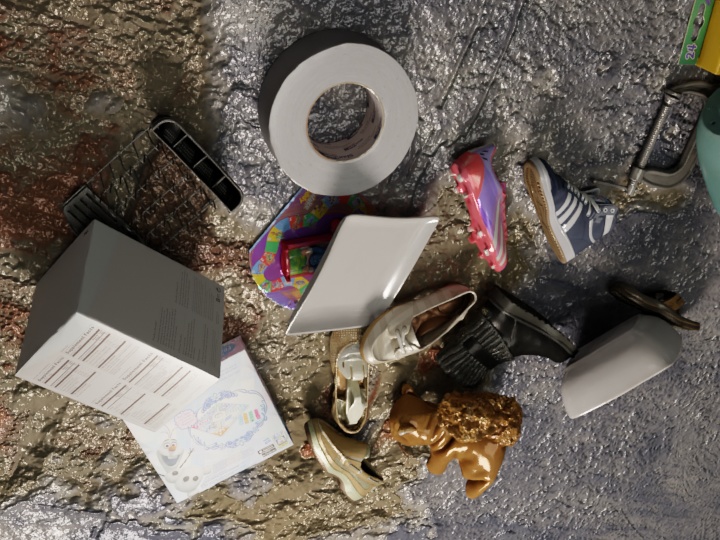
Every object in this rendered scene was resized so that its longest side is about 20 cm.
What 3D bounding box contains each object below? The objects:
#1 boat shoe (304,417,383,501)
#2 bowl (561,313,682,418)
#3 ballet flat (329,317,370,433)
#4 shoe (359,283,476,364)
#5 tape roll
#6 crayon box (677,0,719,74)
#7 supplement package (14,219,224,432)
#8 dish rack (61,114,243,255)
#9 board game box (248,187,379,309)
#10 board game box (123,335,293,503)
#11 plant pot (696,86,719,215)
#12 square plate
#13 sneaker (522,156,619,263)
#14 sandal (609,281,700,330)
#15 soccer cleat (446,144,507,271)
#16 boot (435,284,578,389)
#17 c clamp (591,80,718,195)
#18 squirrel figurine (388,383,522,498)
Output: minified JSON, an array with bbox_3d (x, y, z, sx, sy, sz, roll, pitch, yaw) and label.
[{"bbox_3d":[-0.021,0.288,1.439,0.075,0.072,0.201,-24,135,9],"label":"boat shoe"},{"bbox_3d":[0.408,0.142,1.460,0.199,0.199,0.075,-36,84,24],"label":"bowl"},{"bbox_3d":[-0.010,0.161,1.377,0.070,0.065,0.202,-10,121,-15],"label":"ballet flat"},{"bbox_3d":[0.087,0.077,1.350,0.199,0.053,0.071,-30,107,-17],"label":"shoe"},{"bbox_3d":[-0.028,-0.200,1.166,0.197,0.066,0.203,-10,121,-17],"label":"tape roll"},{"bbox_3d":[0.570,-0.350,1.320,0.197,0.052,0.127,-3,119,-19],"label":"crayon box"},{"bbox_3d":[-0.295,0.074,1.142,0.199,0.153,0.150,30,127,-32],"label":"supplement package"},{"bbox_3d":[-0.266,-0.087,1.145,0.199,0.055,0.154,-40,123,4],"label":"dish rack"},{"bbox_3d":[-0.057,-0.024,1.268,0.157,0.039,0.200,36,101,-33],"label":"board game box"},{"bbox_3d":[-0.225,0.222,1.341,0.198,0.043,0.201,-25,124,-6],"label":"board game box"},{"bbox_3d":[0.582,-0.187,1.322,0.200,0.201,0.161,-41,127,5],"label":"plant pot"},{"bbox_3d":[0.000,0.000,1.262,0.197,0.028,0.201,-2,129,-48],"label":"square plate"},{"bbox_3d":[0.313,-0.109,1.345,0.108,0.070,0.201,-29,131,2],"label":"sneaker"},{"bbox_3d":[0.497,0.053,1.518,0.198,0.082,0.055,26,85,-23],"label":"sandal"},{"bbox_3d":[0.188,-0.086,1.317,0.076,0.067,0.201,-30,122,-8],"label":"soccer cleat"},{"bbox_3d":[0.231,0.130,1.444,0.210,0.080,0.159,31,101,-27],"label":"boot"},{"bbox_3d":[0.461,-0.198,1.378,0.169,0.027,0.202,13,112,-28],"label":"c clamp"},{"bbox_3d":[0.146,0.238,1.431,0.185,0.143,0.200,26,139,-11],"label":"squirrel figurine"}]
